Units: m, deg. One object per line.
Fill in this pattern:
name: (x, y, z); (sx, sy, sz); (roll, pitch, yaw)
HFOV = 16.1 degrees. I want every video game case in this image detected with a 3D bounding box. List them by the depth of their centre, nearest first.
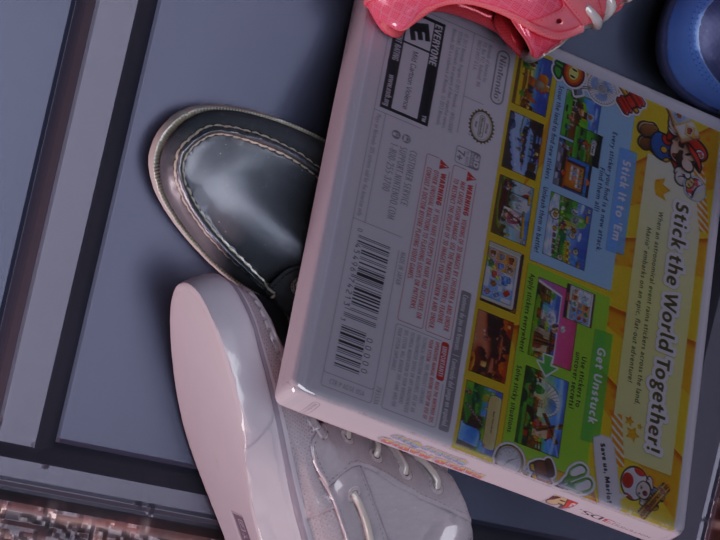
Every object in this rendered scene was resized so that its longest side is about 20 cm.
video game case: (0.065, -0.007, 1.059); (0.182, 0.023, 0.200); (21, 60, -20)

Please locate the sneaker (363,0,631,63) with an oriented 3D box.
sneaker: (0.089, -0.128, 1.070); (0.200, 0.074, 0.087); (1, 84, -12)

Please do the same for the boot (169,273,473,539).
boot: (-0.011, 0.082, 1.070); (0.095, 0.074, 0.200); (-22, 111, -22)

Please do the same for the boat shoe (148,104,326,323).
boat shoe: (0.000, 0.000, 1.062); (0.200, 0.062, 0.073); (39, 86, -17)

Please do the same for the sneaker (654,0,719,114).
sneaker: (0.226, -0.092, 1.120); (0.200, 0.082, 0.074); (9, 95, -18)
